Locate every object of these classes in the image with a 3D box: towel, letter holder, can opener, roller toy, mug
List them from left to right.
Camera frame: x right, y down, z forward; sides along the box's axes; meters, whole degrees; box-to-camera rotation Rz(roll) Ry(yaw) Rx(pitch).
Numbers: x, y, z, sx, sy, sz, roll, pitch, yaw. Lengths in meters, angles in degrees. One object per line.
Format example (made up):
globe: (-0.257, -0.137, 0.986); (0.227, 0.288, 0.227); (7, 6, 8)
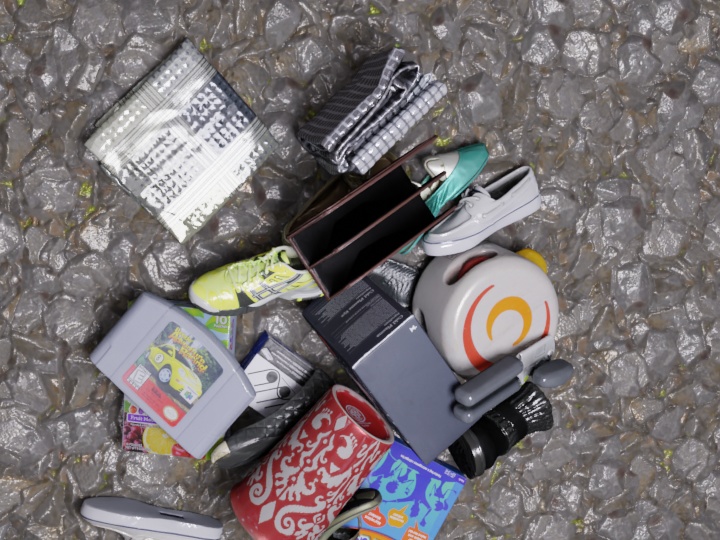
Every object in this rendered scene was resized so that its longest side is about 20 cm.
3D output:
towel: (-0.236, -0.167, 1.384); (0.200, 0.035, 0.193); (-45, 109, -6)
mug: (-0.058, 0.251, 1.375); (0.133, 0.178, 0.201); (38, 103, -7)
towel: (0.004, -0.203, 1.345); (0.166, 0.200, 0.086); (-45, 105, -4)
letter holder: (0.029, -0.069, 1.315); (0.199, 0.142, 0.101); (-36, 93, -27)
roller toy: (0.170, 0.054, 1.457); (0.180, 0.140, 0.203); (17, 97, -26)
can opener: (0.200, 0.141, 1.360); (0.198, 0.066, 0.053); (-22, 124, -36)

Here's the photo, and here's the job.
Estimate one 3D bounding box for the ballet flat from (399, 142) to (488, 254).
ballet flat: (0.096, -0.114, 1.447); (0.070, 0.067, 0.200); (41, 89, -27)

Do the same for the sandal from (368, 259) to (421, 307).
sandal: (0.001, -0.001, 1.454); (0.198, 0.048, 0.076); (14, 95, -15)

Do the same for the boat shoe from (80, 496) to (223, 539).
boat shoe: (-0.290, 0.362, 1.433); (0.197, 0.071, 0.071); (16, 92, -22)

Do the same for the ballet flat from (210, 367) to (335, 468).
ballet flat: (-0.116, 0.202, 1.399); (0.198, 0.067, 0.057); (-30, 68, -22)

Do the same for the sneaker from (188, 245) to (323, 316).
sneaker: (-0.129, 0.002, 1.361); (0.197, 0.076, 0.077); (-14, 145, -22)

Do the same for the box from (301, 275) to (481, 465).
box: (0.039, 0.123, 1.389); (0.104, 0.182, 0.201); (-40, 120, -7)

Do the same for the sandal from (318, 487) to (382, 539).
sandal: (-0.041, 0.373, 1.451); (0.201, 0.080, 0.057); (-44, 92, 14)

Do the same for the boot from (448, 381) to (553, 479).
boot: (0.200, 0.219, 1.465); (0.156, 0.211, 0.080); (-27, 83, -4)

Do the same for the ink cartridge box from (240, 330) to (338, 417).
ink cartridge box: (-0.080, 0.182, 1.465); (0.199, 0.044, 0.094); (37, 91, -16)

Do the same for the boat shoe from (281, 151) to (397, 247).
boat shoe: (-0.022, -0.092, 1.414); (0.200, 0.063, 0.073); (-42, 83, -10)

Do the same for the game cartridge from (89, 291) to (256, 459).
game cartridge: (-0.238, 0.129, 1.351); (0.200, 0.041, 0.133); (42, 95, -1)

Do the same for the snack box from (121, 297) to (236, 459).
snack box: (-0.242, 0.144, 1.397); (0.140, 0.053, 0.203); (5, 98, 3)

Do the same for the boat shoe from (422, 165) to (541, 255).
boat shoe: (0.165, -0.087, 1.462); (0.198, 0.073, 0.066); (-29, 118, -24)

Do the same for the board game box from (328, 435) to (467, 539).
board game box: (0.042, 0.352, 1.521); (0.151, 0.045, 0.202); (28, 93, -16)
